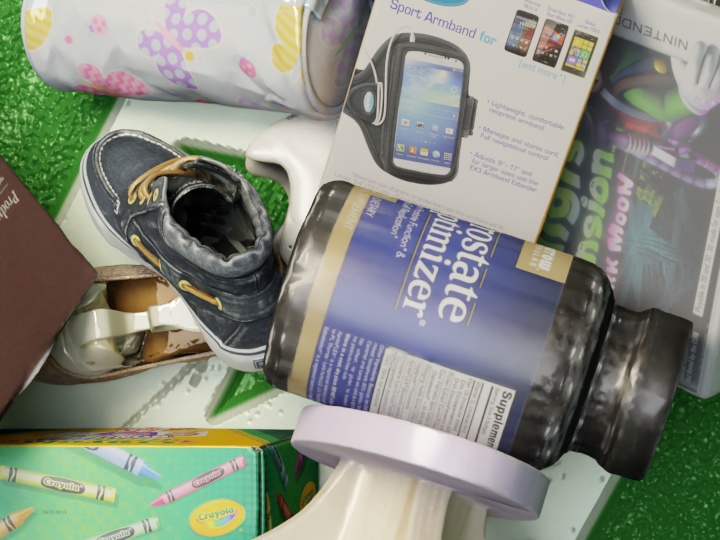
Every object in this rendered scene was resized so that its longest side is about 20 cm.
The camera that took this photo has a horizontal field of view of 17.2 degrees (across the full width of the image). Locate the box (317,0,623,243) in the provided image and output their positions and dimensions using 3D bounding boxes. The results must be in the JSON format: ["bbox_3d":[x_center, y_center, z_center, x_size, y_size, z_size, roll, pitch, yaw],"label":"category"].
[{"bbox_3d":[0.056,-0.092,1.215,0.119,0.042,0.201,20,120,3],"label":"box"}]

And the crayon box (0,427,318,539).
[{"bbox_3d":[-0.134,0.121,1.329,0.199,0.119,0.059,-1,91,13],"label":"crayon box"}]

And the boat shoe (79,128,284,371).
[{"bbox_3d":[-0.096,-0.038,1.298,0.071,0.091,0.200,-30,50,-18],"label":"boat shoe"}]

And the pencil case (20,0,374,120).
[{"bbox_3d":[-0.091,-0.133,1.309,0.199,0.091,0.083,8,70,31],"label":"pencil case"}]

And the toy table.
[{"bbox_3d":[0.016,0.144,1.211,0.183,0.200,0.118,19,80,-1],"label":"toy table"}]

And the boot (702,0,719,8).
[{"bbox_3d":[0.159,-0.121,1.244,0.070,0.132,0.201,12,96,-26],"label":"boot"}]

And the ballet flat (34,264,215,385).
[{"bbox_3d":[-0.121,0.026,1.352,0.199,0.067,0.068,-11,88,14],"label":"ballet flat"}]

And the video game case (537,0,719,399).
[{"bbox_3d":[0.127,-0.056,1.237,0.182,0.023,0.201,26,122,35],"label":"video game case"}]

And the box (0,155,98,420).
[{"bbox_3d":[-0.286,0.002,1.283,0.164,0.166,0.200,-21,115,36],"label":"box"}]

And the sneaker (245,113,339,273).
[{"bbox_3d":[0.000,0.000,1.310,0.087,0.075,0.201,-21,77,-11],"label":"sneaker"}]

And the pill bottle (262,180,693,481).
[{"bbox_3d":[0.060,0.035,1.198,0.199,0.112,0.112,18,95,4],"label":"pill bottle"}]
